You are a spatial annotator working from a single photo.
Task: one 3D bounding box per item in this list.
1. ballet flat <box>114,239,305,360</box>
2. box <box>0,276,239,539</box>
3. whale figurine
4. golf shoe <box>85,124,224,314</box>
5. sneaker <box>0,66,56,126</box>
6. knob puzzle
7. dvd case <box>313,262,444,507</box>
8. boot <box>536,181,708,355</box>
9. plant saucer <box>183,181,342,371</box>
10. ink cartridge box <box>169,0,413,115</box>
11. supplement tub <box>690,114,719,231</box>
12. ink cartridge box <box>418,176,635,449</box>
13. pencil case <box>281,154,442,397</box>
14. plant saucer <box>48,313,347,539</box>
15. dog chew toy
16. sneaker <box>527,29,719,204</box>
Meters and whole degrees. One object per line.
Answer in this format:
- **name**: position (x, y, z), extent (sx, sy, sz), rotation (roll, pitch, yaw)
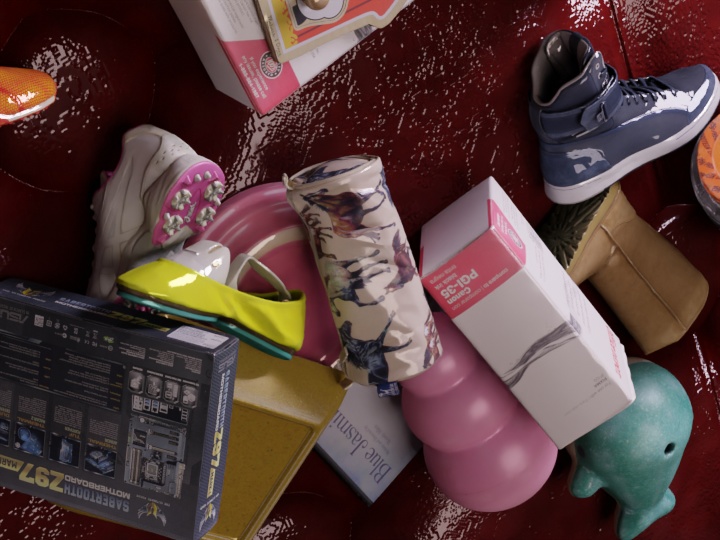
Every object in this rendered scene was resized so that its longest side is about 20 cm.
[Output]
- **ballet flat**: position (-0.110, 0.014, 1.423), extent (0.200, 0.067, 0.067), rotation (25, 84, -49)
- **box**: position (-0.198, 0.106, 1.401), extent (0.051, 0.199, 0.159), rotation (-35, 136, -65)
- **whale figurine**: position (0.278, 0.185, 1.817), extent (0.159, 0.104, 0.201), rotation (-30, 123, -22)
- **golf shoe**: position (-0.179, -0.025, 1.442), extent (0.075, 0.092, 0.201), rotation (-10, 138, -53)
- **sneaker**: position (-0.306, -0.136, 1.304), extent (0.199, 0.073, 0.078), rotation (-5, 101, -36)
- **knob puzzle**: position (-0.003, -0.273, 1.378), extent (0.219, 0.030, 0.221), rotation (-12, 112, -30)
- **dvd case**: position (0.035, 0.100, 1.668), extent (0.200, 0.018, 0.143), rotation (-48, 129, -9)
- **boot**: position (0.237, 0.022, 1.749), extent (0.175, 0.066, 0.200), rotation (-51, 130, -7)
- **plant saucer**: position (-0.064, 0.028, 1.542), extent (0.199, 0.051, 0.202), rotation (-10, 112, -27)
- **ink cartridge box**: position (-0.048, -0.242, 1.429), extent (0.200, 0.085, 0.146), rotation (-38, 125, -15)
- **supplement tub**: position (0.377, -0.085, 1.720), extent (0.123, 0.122, 0.200), rotation (-61, 158, 1)
- **ink cartridge box**: position (0.142, 0.036, 1.586), extent (0.083, 0.147, 0.200), rotation (-36, 104, 14)
- **pencil case**: position (0.000, 0.000, 1.488), extent (0.089, 0.078, 0.201), rotation (-24, 111, -15)
- **plant saucer**: position (-0.127, 0.150, 1.511), extent (0.199, 0.049, 0.200), rotation (20, 114, -32)
- **dog chew toy**: position (0.093, 0.120, 1.634), extent (0.124, 0.124, 0.200), rotation (-41, 119, -14)
- **sneaker**: position (0.238, -0.169, 1.663), extent (0.202, 0.077, 0.147), rotation (-34, 127, -18)
